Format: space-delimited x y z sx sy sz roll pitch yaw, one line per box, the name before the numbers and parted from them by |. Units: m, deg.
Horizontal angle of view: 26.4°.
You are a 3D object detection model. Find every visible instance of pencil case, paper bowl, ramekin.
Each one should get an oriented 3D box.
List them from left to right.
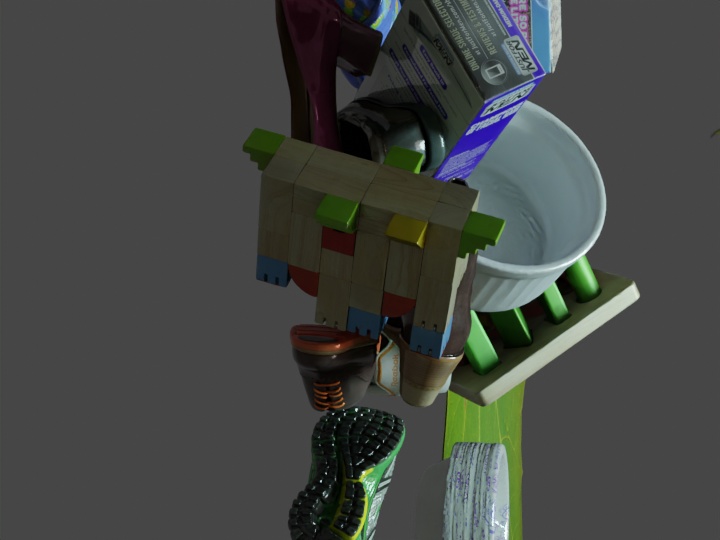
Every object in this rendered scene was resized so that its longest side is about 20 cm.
pencil case | -0.002 -0.212 1.331 0.200 0.078 0.087 38 62 -76
paper bowl | 0.127 0.314 1.909 0.201 0.104 0.202 0 90 -78
ramekin | 0.116 -0.059 1.415 0.098 0.200 0.201 118 -16 -54

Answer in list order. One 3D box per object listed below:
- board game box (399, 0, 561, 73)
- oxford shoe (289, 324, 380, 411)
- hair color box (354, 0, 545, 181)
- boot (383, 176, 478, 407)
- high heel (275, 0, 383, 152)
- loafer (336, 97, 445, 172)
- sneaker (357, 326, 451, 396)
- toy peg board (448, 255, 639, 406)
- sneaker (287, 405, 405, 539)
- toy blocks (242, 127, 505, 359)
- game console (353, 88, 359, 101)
board game box | 0.087 -0.274 1.453 0.097 0.199 0.160 -63 152 -65
oxford shoe | -0.018 0.084 1.288 0.200 0.071 0.073 24 72 -78
hair color box | 0.066 -0.147 1.224 0.110 0.065 0.200 61 -20 10
boot | 0.066 -0.002 1.262 0.200 0.072 0.167 -92 -165 -61
high heel | -0.056 -0.119 1.201 0.067 0.096 0.201 -9 -119 61
loafer | -0.002 -0.103 1.254 0.200 0.063 0.072 1 -74 66
sneaker | 0.026 0.075 1.506 0.200 0.079 0.079 -157 -114 -76
toy peg board | 0.138 0.023 1.551 0.098 0.200 0.199 62 -16 -20
sneaker | -0.015 0.193 1.326 0.200 0.078 0.085 -61 158 -49
toy blocks | 0.001 -0.012 1.137 0.100 0.199 0.137 -62 165 -47
game console | 0.063 -0.119 1.552 0.200 0.116 0.177 -73 160 -55
